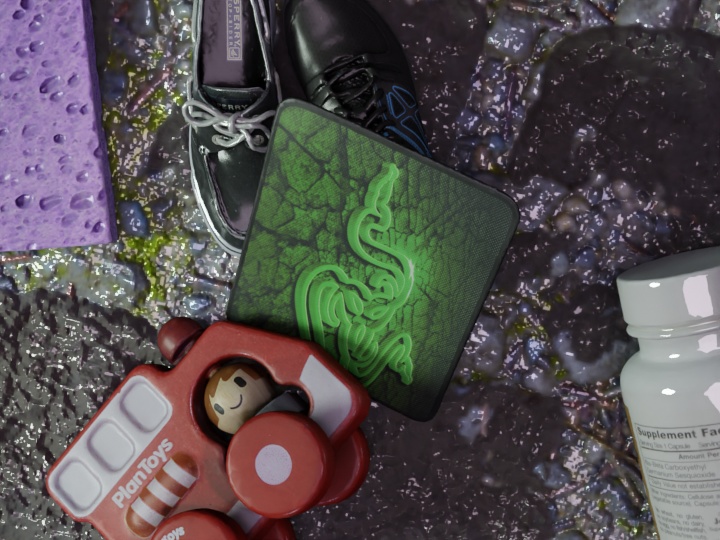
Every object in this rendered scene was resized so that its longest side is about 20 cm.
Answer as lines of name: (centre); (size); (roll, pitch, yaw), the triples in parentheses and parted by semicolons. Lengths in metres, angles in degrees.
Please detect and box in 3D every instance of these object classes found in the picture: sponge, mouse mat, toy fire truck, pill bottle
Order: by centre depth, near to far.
mouse mat: (0.000, 0.000, 0.760); (0.161, 0.008, 0.200); (25, 131, 8)
pill bottle: (0.230, 0.091, 0.773); (0.114, 0.114, 0.200); (-14, 96, 4)
toy fire truck: (-0.099, 0.121, 0.800); (0.168, 0.112, 0.200); (41, 96, 15)
sponge: (-0.230, -0.113, 0.805); (0.111, 0.030, 0.200); (-5, 97, 2)

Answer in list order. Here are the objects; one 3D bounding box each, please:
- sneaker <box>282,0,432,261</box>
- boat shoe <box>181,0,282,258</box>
sneaker: (0.009, -0.097, 0.773); (0.073, 0.082, 0.200); (-26, 96, 4)
boat shoe: (-0.079, -0.105, 0.781); (0.073, 0.068, 0.200); (3, 98, 2)
